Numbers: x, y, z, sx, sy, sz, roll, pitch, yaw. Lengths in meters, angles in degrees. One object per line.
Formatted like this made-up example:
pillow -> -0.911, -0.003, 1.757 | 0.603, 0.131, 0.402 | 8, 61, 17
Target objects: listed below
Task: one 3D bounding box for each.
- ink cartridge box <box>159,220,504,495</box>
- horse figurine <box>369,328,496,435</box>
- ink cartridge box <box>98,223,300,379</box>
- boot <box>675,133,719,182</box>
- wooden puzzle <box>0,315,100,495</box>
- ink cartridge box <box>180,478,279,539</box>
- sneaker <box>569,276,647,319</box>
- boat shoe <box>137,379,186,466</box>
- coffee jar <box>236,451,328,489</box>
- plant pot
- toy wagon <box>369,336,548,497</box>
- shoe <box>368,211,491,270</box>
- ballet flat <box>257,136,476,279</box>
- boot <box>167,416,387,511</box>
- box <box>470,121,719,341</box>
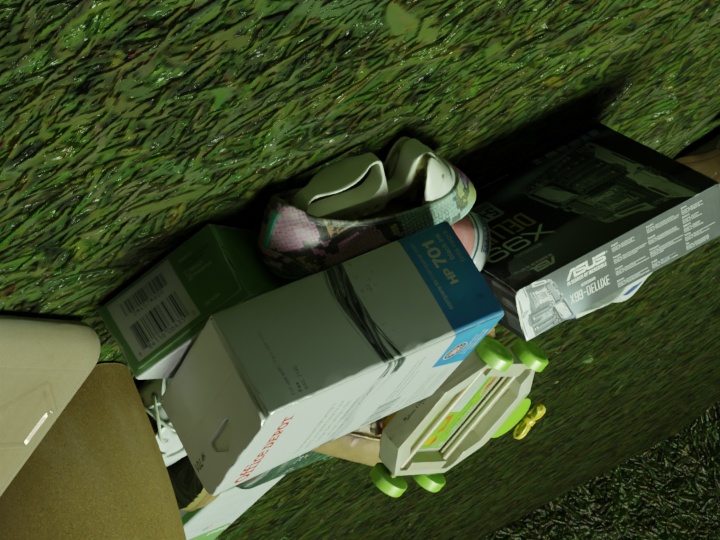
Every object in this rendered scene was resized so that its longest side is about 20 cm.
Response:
ink cartridge box -> -0.022, 0.061, 1.390 | 0.199, 0.086, 0.147 | -21, 162, -30
horse figurine -> 0.056, 0.057, 1.635 | 0.200, 0.050, 0.133 | -25, 145, -31
ink cartridge box -> -0.089, 0.025, 1.429 | 0.104, 0.059, 0.200 | -36, 165, 17
boot -> 0.382, -0.114, 1.959 | 0.146, 0.070, 0.200 | -25, 165, -34
wooden puzzle -> -0.270, 0.111, 1.302 | 0.200, 0.046, 0.185 | -58, 161, 8
ink cartridge box -> -0.157, 0.216, 1.899 | 0.104, 0.059, 0.200 | -18, 160, -45
sneaker -> 0.244, 0.006, 2.039 | 0.199, 0.081, 0.115 | -28, 163, -23
boat shoe -> -0.148, 0.118, 1.588 | 0.067, 0.074, 0.200 | -21, 162, -39
coffee jar -> -0.038, 0.125, 1.824 | 0.200, 0.086, 0.104 | -17, 163, -44
plant pot -> -0.205, 0.201, 1.493 | 0.186, 0.200, 0.186 | -30, 165, -9
toy wagon -> 0.091, 0.120, 1.687 | 0.155, 0.040, 0.200 | -51, 156, 18
shoe -> 0.000, 0.000, 1.541 | 0.091, 0.072, 0.200 | 14, 148, -41
ballet flat -> 0.012, -0.053, 1.398 | 0.200, 0.069, 0.071 | -21, 137, -38
boot -> -0.045, 0.143, 1.691 | 0.200, 0.066, 0.175 | 15, 119, -38
box -> 0.160, -0.034, 1.582 | 0.200, 0.158, 0.050 | -27, 123, -20
